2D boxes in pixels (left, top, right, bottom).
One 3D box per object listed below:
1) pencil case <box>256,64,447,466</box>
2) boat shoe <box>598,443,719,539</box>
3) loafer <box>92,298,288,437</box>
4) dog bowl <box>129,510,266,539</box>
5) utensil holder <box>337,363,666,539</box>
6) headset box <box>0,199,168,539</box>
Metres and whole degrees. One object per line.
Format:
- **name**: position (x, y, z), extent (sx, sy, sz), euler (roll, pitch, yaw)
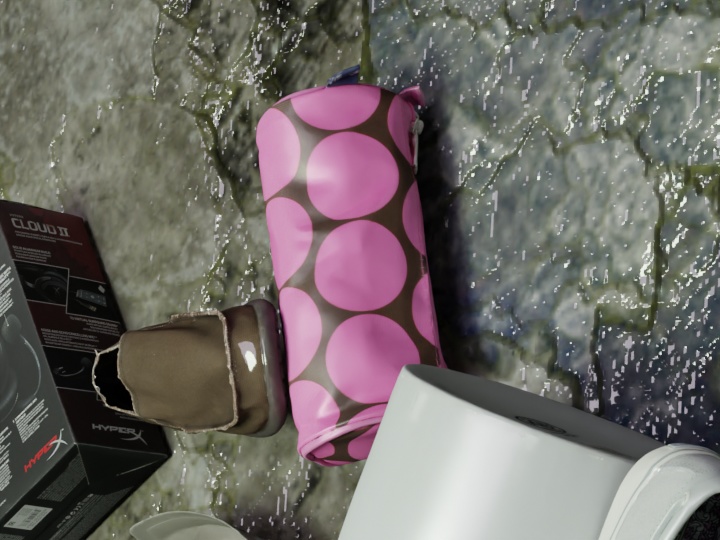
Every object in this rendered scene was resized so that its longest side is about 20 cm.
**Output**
- **pencil case**: position (0.000, 0.000, 1.435), extent (0.093, 0.091, 0.201), euler (-7, 73, -1)
- **boat shoe**: position (0.122, 0.176, 1.171), extent (0.201, 0.072, 0.069), euler (-65, 14, 3)
- **loafer**: position (-0.095, 0.061, 1.481), extent (0.200, 0.071, 0.074), euler (159, 104, -66)
- **dog bowl**: position (-0.084, 0.233, 1.487), extent (0.199, 0.058, 0.201), euler (-12, 72, 44)
- **utensil holder**: position (0.060, 0.163, 1.277), extent (0.170, 0.169, 0.201), euler (22, 95, 46)
- **headset box**: position (-0.214, 0.067, 1.642), extent (0.149, 0.077, 0.201), euler (-44, 52, 30)
